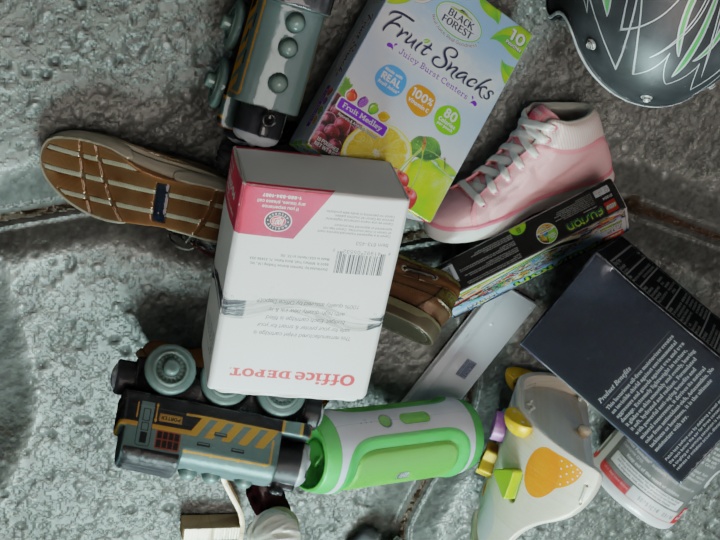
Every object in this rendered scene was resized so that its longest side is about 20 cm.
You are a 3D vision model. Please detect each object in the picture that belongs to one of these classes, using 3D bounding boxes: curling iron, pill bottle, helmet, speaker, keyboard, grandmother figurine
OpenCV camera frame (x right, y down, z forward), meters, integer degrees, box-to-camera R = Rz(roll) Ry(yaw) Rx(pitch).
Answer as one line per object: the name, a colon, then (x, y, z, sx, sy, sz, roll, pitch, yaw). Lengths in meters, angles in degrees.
curling iron: (-0.099, 0.007, 1.394, 0.200, 0.050, 0.026, 32, 101, -11)
pill bottle: (0.350, 0.168, 1.566, 0.114, 0.114, 0.200, 30, 107, -25)
helmet: (0.266, -0.251, 1.285, 0.200, 0.191, 0.200, -5, 117, -10)
speaker: (0.026, 0.175, 1.470, 0.200, 0.088, 0.089, -2, 120, -37)
keyboard: (0.104, 0.099, 1.535, 0.056, 0.011, 0.200, 28, 108, -30)
grandmother figurine: (-0.092, 0.214, 1.437, 0.061, 0.200, 0.121, -30, 120, 3)

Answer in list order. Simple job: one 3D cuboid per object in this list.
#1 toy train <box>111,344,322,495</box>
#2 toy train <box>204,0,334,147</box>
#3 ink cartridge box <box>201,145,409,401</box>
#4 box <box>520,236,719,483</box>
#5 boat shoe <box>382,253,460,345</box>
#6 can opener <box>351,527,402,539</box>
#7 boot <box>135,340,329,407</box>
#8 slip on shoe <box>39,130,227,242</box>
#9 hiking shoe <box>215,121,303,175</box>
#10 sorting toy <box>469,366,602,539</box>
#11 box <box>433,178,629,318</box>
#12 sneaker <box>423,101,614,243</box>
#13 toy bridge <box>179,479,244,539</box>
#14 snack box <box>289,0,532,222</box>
toy train: (-0.135, 0.140, 1.349, 0.200, 0.085, 0.114, 13, 71, -13)
toy train: (-0.074, -0.202, 1.263, 0.085, 0.114, 0.200, 15, 98, -19)
ink cartridge box: (-0.052, 0.005, 1.269, 0.145, 0.084, 0.200, 5, 117, -15)
box: (0.278, 0.079, 1.415, 0.198, 0.200, 0.123, 42, 105, 9)
boat shoe: (0.000, 0.000, 1.384, 0.200, 0.072, 0.068, 27, 72, 15)
can opener: (-0.007, 0.374, 1.636, 0.067, 0.053, 0.200, 26, 112, 10)
boot: (-0.104, 0.069, 1.435, 0.200, 0.077, 0.155, 26, 102, -13)
slip on shoe: (-0.194, -0.081, 1.344, 0.200, 0.061, 0.076, 14, 113, 0)
hiking shoe: (-0.037, -0.083, 1.368, 0.200, 0.076, 0.101, -1, 114, -14)
sorting toy: (0.162, 0.215, 1.518, 0.107, 0.200, 0.180, 24, 110, -3)
box: (0.164, -0.019, 1.426, 0.200, 0.110, 0.035, -27, 76, 7)
sneaker: (0.146, -0.103, 1.400, 0.200, 0.075, 0.105, -20, 124, -11)
toy bridge: (-0.158, 0.271, 1.551, 0.067, 0.027, 0.200, 2, 116, -17)
snack box: (0.046, -0.164, 1.317, 0.142, 0.053, 0.200, 32, 83, -23)
